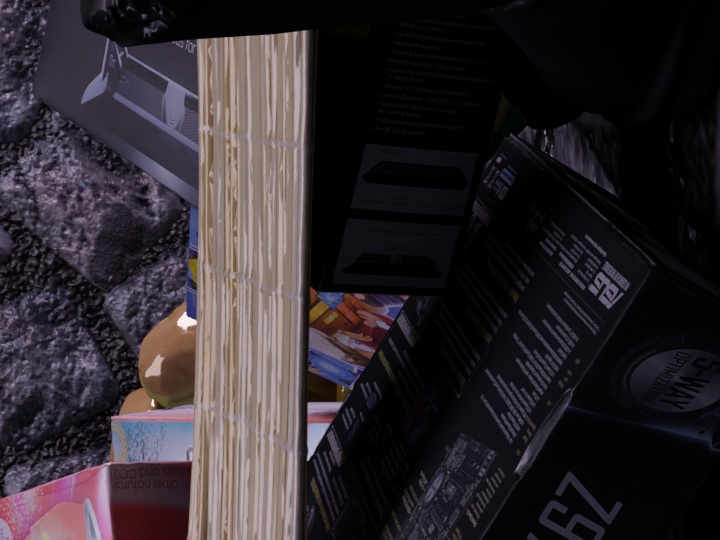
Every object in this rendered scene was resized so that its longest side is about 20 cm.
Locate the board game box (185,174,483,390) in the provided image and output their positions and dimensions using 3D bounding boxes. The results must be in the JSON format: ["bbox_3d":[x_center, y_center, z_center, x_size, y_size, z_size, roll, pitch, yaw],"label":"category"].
[{"bbox_3d":[0.000,0.000,0.967,0.200,0.135,0.035,105,-170,-70],"label":"board game box"}]

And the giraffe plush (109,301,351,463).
[{"bbox_3d":[-0.026,0.065,1.330,0.200,0.172,0.162,51,-161,-21],"label":"giraffe plush"}]

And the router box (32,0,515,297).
[{"bbox_3d":[-0.026,-0.099,0.787,0.200,0.052,0.158,34,115,51],"label":"router box"}]

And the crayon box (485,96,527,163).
[{"bbox_3d":[-0.024,-0.123,0.972,0.119,0.058,0.200,48,-176,-42],"label":"crayon box"}]

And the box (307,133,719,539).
[{"bbox_3d":[0.035,0.053,0.711,0.161,0.043,0.200,-59,12,6],"label":"box"}]

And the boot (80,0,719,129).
[{"bbox_3d":[0.012,-0.086,0.630,0.200,0.168,0.077,107,158,-75],"label":"boot"}]

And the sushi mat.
[{"bbox_3d":[-0.032,0.004,0.718,0.096,0.012,0.201,-171,81,-67],"label":"sushi mat"}]

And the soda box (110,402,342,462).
[{"bbox_3d":[-0.029,0.094,1.147,0.200,0.068,0.064,-2,93,48],"label":"soda box"}]

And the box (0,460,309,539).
[{"bbox_3d":[-0.022,0.122,0.871,0.095,0.199,0.103,-21,70,52],"label":"box"}]

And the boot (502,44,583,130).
[{"bbox_3d":[0.043,-0.159,0.794,0.138,0.077,0.200,-109,2,-52],"label":"boot"}]
